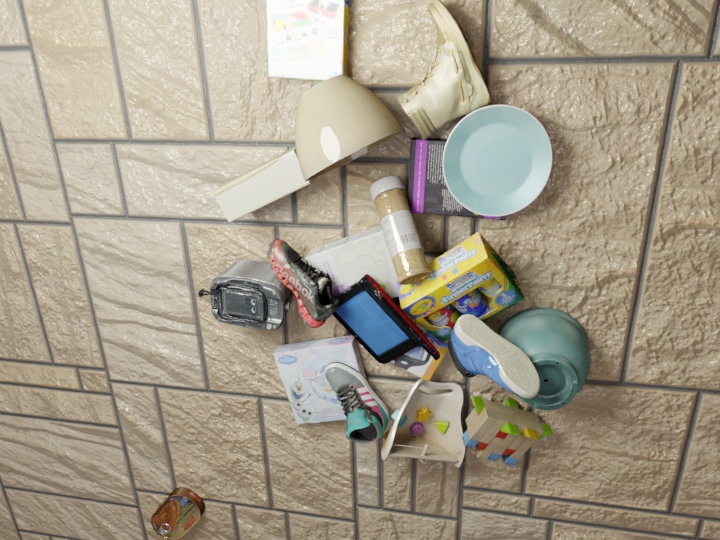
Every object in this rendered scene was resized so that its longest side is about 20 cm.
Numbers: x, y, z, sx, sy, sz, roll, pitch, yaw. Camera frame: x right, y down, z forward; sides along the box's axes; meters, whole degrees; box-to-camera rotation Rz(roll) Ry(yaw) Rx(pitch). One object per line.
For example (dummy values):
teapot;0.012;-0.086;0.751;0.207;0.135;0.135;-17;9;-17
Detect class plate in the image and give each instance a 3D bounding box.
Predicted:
plate;0.249;-0.200;1.040;0.195;0.026;0.205;4;112;10

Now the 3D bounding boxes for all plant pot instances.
plant pot;-0.040;-0.268;1.025;0.197;0.200;0.137;-23;98;20
plant pot;0.374;0.197;1.160;0.195;0.135;0.205;5;115;11

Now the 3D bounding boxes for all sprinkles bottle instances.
sprinkles bottle;0.075;-0.077;1.091;0.067;0.068;0.204;-22;74;20

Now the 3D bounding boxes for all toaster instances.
toaster;-0.236;0.048;1.233;0.195;0.130;0.116;7;114;9

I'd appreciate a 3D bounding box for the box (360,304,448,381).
box;0.092;0.149;1.254;0.197;0.042;0.121;26;116;-2

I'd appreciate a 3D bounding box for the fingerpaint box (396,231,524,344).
fingerpaint box;0.198;0.042;1.128;0.198;0.074;0.166;-32;132;22

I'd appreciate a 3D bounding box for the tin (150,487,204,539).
tin;-0.522;0.699;1.628;0.112;0.042;0.200;42;115;-3

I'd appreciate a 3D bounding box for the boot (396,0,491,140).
boot;0.127;-0.353;1.012;0.153;0.073;0.202;-26;111;18

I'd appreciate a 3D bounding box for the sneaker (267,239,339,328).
sneaker;-0.111;0.016;1.158;0.097;0.071;0.203;-28;96;38

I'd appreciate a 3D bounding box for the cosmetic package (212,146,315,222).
cosmetic package;-0.184;-0.178;1.139;0.197;0.104;0.074;-23;107;19

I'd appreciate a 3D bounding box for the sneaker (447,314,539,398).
sneaker;0.255;0.186;1.119;0.199;0.076;0.112;40;147;17

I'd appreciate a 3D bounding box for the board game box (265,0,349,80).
board game box;-0.096;-0.455;1.034;0.149;0.040;0.204;7;114;9

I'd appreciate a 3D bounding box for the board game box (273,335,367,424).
board game box;-0.084;0.260;1.338;0.196;0.044;0.203;-9;112;16

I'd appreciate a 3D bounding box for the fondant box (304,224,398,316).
fondant box;0.000;0.000;1.200;0.196;0.058;0.147;-17;109;20

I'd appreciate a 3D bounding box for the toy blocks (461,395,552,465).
toy blocks;0.304;0.366;1.267;0.196;0.101;0.138;18;123;-18

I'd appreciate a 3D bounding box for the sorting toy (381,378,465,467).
sorting toy;0.151;0.331;1.280;0.196;0.107;0.184;12;107;-20

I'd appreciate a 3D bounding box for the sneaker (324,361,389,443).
sneaker;-0.015;0.305;1.252;0.083;0.121;0.200;-38;102;22

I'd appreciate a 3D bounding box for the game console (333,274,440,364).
game console;0.042;0.122;1.158;0.119;0.172;0.200;-43;108;1

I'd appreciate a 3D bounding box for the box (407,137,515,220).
box;0.191;-0.177;1.094;0.195;0.036;0.146;6;114;11
